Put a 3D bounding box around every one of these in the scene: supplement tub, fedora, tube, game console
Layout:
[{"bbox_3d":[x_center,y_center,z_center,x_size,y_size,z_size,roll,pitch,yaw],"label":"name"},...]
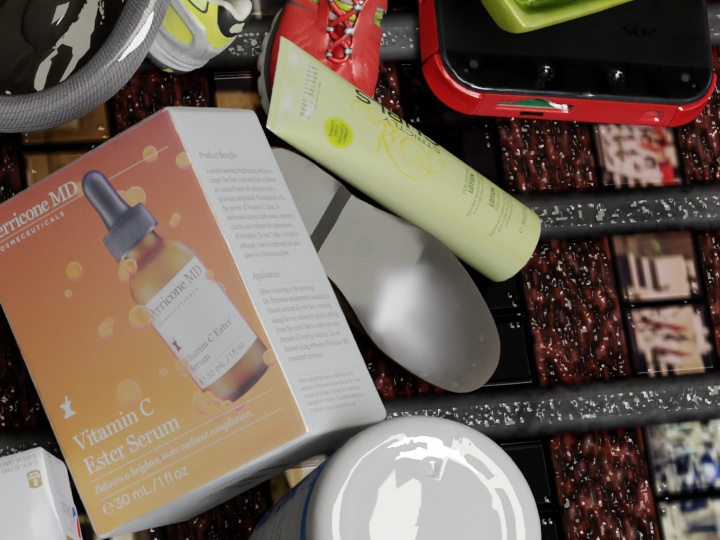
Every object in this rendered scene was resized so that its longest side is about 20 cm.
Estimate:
[{"bbox_3d":[0.012,0.165,1.535,0.131,0.200,0.133,5,72,-16],"label":"supplement tub"},{"bbox_3d":[-0.186,-0.171,1.622,0.176,0.090,0.201,12,82,13],"label":"fedora"},{"bbox_3d":[0.023,-0.062,1.654,0.200,0.058,0.052,34,91,-26],"label":"tube"},{"bbox_3d":[0.132,-0.182,1.775,0.199,0.031,0.178,3,67,-17],"label":"game console"}]

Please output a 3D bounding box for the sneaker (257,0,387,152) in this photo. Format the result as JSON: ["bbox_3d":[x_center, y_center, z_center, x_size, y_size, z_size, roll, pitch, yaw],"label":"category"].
[{"bbox_3d":[-0.014,-0.167,1.691,0.077,0.085,0.201,11,71,-13],"label":"sneaker"}]

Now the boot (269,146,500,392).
[{"bbox_3d":[0.000,0.000,1.650,0.200,0.075,0.074,40,75,-8],"label":"boot"}]

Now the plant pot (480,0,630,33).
[{"bbox_3d":[0.139,-0.265,1.673,0.199,0.181,0.200,-22,76,-45],"label":"plant pot"}]

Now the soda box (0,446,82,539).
[{"bbox_3d":[-0.255,0.156,1.494,0.199,0.068,0.064,-16,78,1],"label":"soda box"}]

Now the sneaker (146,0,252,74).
[{"bbox_3d":[-0.104,-0.225,1.676,0.075,0.076,0.201,-2,78,-49],"label":"sneaker"}]

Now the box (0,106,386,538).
[{"bbox_3d":[-0.104,0.029,1.554,0.106,0.152,0.201,-5,68,-65],"label":"box"}]
